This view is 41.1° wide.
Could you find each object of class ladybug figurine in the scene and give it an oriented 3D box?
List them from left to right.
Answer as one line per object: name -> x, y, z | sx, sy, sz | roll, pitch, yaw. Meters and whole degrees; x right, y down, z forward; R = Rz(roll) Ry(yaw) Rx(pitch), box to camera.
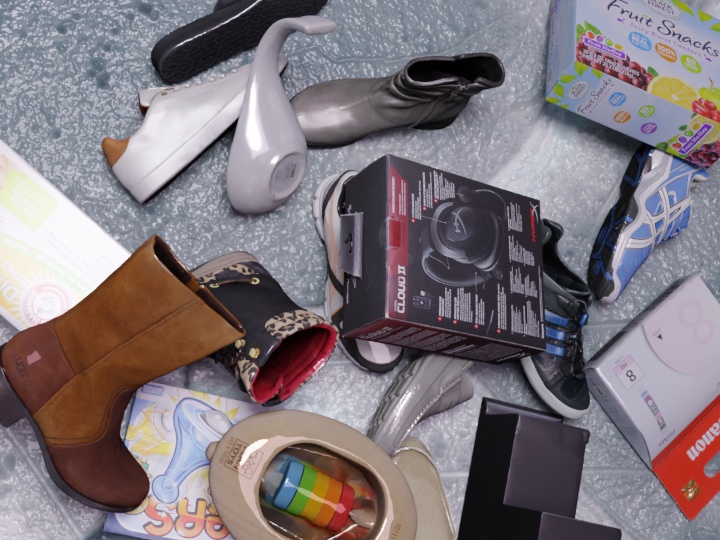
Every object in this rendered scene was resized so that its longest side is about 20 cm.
ladybug figurine -> -0.046, 0.197, 0.843 | 0.199, 0.072, 0.137 | 31, 74, -9

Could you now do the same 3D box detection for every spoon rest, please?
spoon rest -> -0.077, -0.142, 0.883 | 0.060, 0.202, 0.099 | 35, 34, 27

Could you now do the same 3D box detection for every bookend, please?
bookend -> 0.169, 0.219, 0.868 | 0.091, 0.199, 0.202 | 14, 77, -12

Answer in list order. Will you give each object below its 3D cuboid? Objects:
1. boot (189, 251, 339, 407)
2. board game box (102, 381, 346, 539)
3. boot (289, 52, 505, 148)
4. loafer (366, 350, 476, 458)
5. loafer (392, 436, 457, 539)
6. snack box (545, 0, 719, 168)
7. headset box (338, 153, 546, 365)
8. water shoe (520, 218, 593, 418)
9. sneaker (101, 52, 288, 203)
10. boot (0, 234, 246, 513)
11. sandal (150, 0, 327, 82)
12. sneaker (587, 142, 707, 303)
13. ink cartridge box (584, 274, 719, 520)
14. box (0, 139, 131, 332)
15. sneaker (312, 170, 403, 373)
boot -> -0.130, 0.066, 0.827 | 0.199, 0.150, 0.074 | -28, 130, -31
board game box -> -0.122, 0.187, 0.881 | 0.198, 0.034, 0.137 | 13, 78, -12
boot -> 0.029, -0.175, 0.925 | 0.198, 0.131, 0.068 | -10, 84, -16
loafer -> 0.078, 0.105, 0.921 | 0.070, 0.070, 0.200 | 41, 66, -4
loafer -> 0.058, 0.256, 0.900 | 0.075, 0.068, 0.202 | -7, 83, -16
snack box -> 0.297, -0.220, 1.008 | 0.198, 0.068, 0.170 | 21, 53, -12
headset box -> 0.069, -0.007, 0.864 | 0.198, 0.077, 0.150 | 12, 68, -30
water shoe -> 0.194, 0.048, 0.952 | 0.071, 0.079, 0.202 | -19, 86, -50
sneaker -> -0.157, -0.158, 0.904 | 0.200, 0.073, 0.085 | -43, 96, -15
boot -> -0.175, 0.089, 0.769 | 0.199, 0.069, 0.189 | -32, 109, 12
sandal -> -0.117, -0.252, 0.933 | 0.199, 0.075, 0.048 | -29, 72, -17
sneaker -> 0.303, -0.051, 1.007 | 0.077, 0.076, 0.201 | 30, 77, -4
ink cartridge box -> 0.348, 0.132, 1.007 | 0.162, 0.057, 0.201 | -38, 88, -17
box -> -0.301, -0.025, 0.831 | 0.200, 0.101, 0.113 | 41, 75, -6
sneaker -> 0.000, 0.000, 0.920 | 0.073, 0.080, 0.202 | -14, 87, -18
